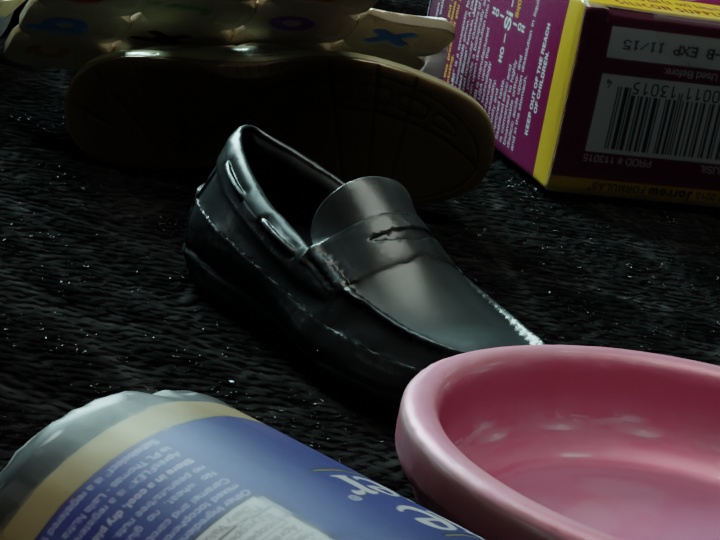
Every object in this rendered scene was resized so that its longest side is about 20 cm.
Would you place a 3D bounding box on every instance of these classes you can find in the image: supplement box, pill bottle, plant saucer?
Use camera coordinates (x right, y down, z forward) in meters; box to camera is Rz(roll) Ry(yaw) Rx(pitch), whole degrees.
[{"bbox_3d":[0.129,-0.113,1.353,0.131,0.103,0.200,4,18,-22],"label":"supplement box"},{"bbox_3d":[0.007,0.109,0.523,0.200,0.112,0.112,25,21,37],"label":"pill bottle"},{"bbox_3d":[0.107,0.081,0.790,0.200,0.051,0.201,11,17,-3],"label":"plant saucer"}]

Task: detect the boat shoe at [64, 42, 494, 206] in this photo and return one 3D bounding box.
[{"bbox_3d":[-0.037,-0.075,1.178,0.200,0.072,0.065,5,18,-3],"label":"boat shoe"}]

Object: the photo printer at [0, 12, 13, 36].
[{"bbox_3d":[-0.265,-0.148,1.256,0.166,0.069,0.200,12,16,7],"label":"photo printer"}]

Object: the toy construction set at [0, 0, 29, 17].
[{"bbox_3d":[-0.133,-0.172,1.287,0.092,0.131,0.200,0,32,9],"label":"toy construction set"}]

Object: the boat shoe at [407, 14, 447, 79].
[{"bbox_3d":[-0.048,-0.140,1.373,0.200,0.070,0.071,17,16,11],"label":"boat shoe"}]

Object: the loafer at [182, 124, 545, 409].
[{"bbox_3d":[0.000,0.000,0.949,0.068,0.070,0.201,-3,22,-38],"label":"loafer"}]

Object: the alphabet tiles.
[{"bbox_3d":[-0.064,-0.112,1.188,0.196,0.015,0.200,6,-15,-18],"label":"alphabet tiles"}]
